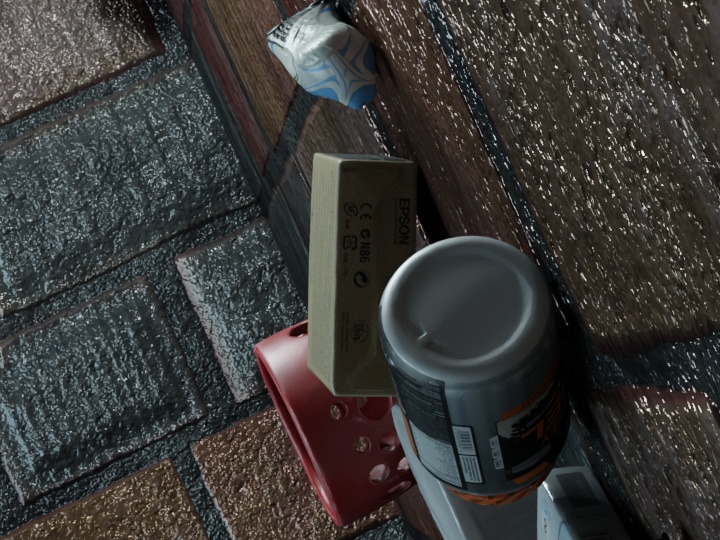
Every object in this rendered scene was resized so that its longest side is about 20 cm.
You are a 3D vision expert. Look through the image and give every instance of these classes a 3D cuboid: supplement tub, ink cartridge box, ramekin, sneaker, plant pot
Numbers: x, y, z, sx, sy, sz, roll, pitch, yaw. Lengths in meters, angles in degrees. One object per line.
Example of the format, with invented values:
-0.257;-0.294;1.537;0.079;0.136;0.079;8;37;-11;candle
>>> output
0.084;0.078;1.352;0.201;0.122;0.123;73;170;-56;supplement tub
0.169;0.270;1.410;0.160;0.047;0.202;-116;23;-64;ink cartridge box
0.111;0.194;1.730;0.202;0.094;0.204;156;90;-84;ramekin
0.000;0.000;1.687;0.165;0.074;0.202;-144;54;-80;ink cartridge box
-0.031;-0.181;1.614;0.073;0.071;0.200;58;-179;-21;sneaker
0.013;0.128;1.908;0.200;0.181;0.202;156;90;-85;plant pot

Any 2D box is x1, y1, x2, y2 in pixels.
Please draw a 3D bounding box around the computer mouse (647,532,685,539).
0.229;0.263;1.184;0.201;0.044;0.110;-120;9;-48;computer mouse
